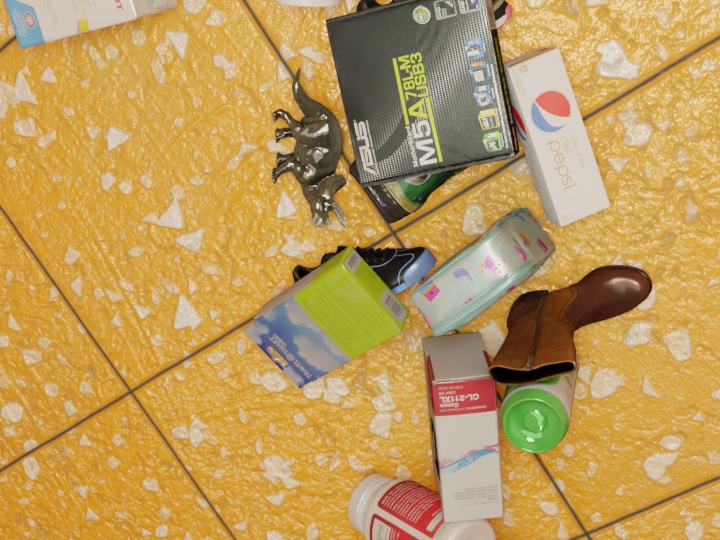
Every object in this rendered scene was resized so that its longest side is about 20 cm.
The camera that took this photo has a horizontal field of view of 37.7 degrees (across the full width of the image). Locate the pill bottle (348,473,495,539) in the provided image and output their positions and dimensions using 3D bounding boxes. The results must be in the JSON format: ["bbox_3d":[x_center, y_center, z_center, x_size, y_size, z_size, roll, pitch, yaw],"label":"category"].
[{"bbox_3d":[0.077,0.352,1.433,0.199,0.111,0.114,19,119,47],"label":"pill bottle"}]

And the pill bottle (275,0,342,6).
[{"bbox_3d":[-0.058,-0.416,1.229,0.111,0.112,0.202,8,113,13],"label":"pill bottle"}]

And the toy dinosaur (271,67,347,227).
[{"bbox_3d":[-0.062,-0.161,1.356,0.101,0.077,0.203,3,106,2],"label":"toy dinosaur"}]

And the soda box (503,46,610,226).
[{"bbox_3d":[0.229,-0.160,1.256,0.067,0.064,0.202,-22,103,-2],"label":"soda box"}]

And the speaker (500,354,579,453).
[{"bbox_3d":[0.224,0.145,1.304,0.087,0.200,0.090,5,111,14],"label":"speaker"}]

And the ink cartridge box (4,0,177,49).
[{"bbox_3d":[-0.332,-0.368,1.317,0.198,0.125,0.130,-8,108,18],"label":"ink cartridge box"}]

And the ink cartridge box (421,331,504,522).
[{"bbox_3d":[0.133,0.203,1.374,0.082,0.146,0.202,-6,108,0],"label":"ink cartridge box"}]

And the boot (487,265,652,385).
[{"bbox_3d":[0.255,0.063,1.265,0.186,0.200,0.069,-7,108,18],"label":"boot"}]

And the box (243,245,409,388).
[{"bbox_3d":[-0.046,0.066,1.379,0.199,0.048,0.122,-32,107,36],"label":"box"}]

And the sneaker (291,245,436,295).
[{"bbox_3d":[0.000,0.000,1.388,0.198,0.070,0.078,-23,109,23],"label":"sneaker"}]

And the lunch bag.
[{"bbox_3d":[0.148,0.004,1.280,0.160,0.200,0.077,-40,85,24],"label":"lunch bag"}]

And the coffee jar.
[{"bbox_3d":[0.085,-0.150,1.299,0.199,0.085,0.105,-36,96,23],"label":"coffee jar"}]

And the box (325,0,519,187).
[{"bbox_3d":[0.071,-0.212,1.216,0.191,0.047,0.202,-9,100,19],"label":"box"}]

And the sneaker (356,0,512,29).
[{"bbox_3d":[0.078,-0.305,1.250,0.198,0.074,0.088,-7,114,23],"label":"sneaker"}]
